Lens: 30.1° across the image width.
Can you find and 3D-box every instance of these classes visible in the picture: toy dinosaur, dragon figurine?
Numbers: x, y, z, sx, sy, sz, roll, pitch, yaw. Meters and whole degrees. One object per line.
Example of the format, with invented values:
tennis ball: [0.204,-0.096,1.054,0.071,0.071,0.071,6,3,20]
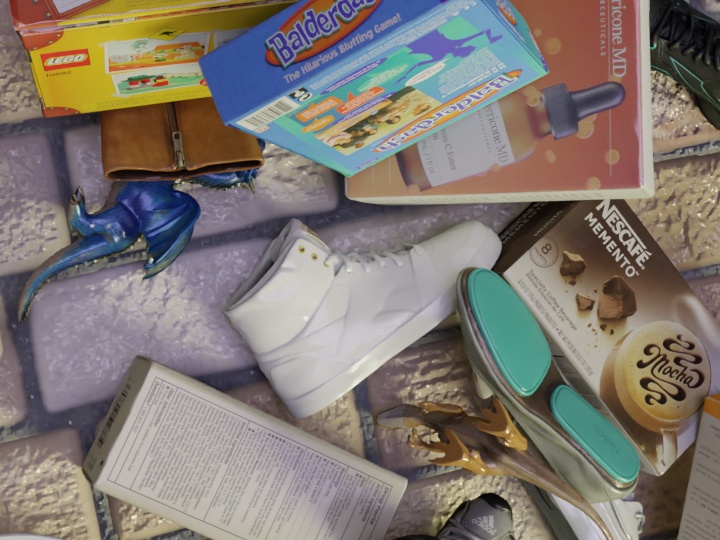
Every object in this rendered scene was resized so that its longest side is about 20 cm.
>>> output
toy dinosaur: [0.100,0.127,0.934,0.200,0.106,0.061,28,86,24]
dragon figurine: [-0.144,-0.033,0.906,0.099,0.059,0.200,34,72,-6]

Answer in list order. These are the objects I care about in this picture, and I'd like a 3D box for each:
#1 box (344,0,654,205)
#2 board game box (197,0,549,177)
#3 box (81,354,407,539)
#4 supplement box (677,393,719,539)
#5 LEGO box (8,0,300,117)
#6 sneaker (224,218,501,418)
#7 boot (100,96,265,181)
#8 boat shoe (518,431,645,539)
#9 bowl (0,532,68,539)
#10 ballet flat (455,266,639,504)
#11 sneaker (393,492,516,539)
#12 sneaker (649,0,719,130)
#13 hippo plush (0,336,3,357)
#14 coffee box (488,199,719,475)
box: [0.097,-0.124,0.920,0.199,0.106,0.153,-2,90,16]
board game box: [0.016,-0.119,0.783,0.152,0.200,0.045,-27,77,15]
box: [-0.079,0.141,0.922,0.200,0.078,0.095,29,82,-16]
supplement box: [0.308,0.192,1.010,0.126,0.073,0.201,-3,109,-33]
LEGO box: [-0.101,-0.160,0.792,0.199,0.149,0.077,-9,79,-10]
sneaker: [0.000,0.000,0.951,0.200,0.074,0.116,-38,104,-13]
boot: [-0.094,-0.164,0.889,0.188,0.068,0.200,-10,72,-17]
boat shoe: [0.184,0.189,1.010,0.067,0.074,0.200,-34,100,-15]
bowl: [-0.226,0.263,0.867,0.201,0.090,0.202,0,90,-17]
ballet flat: [0.117,0.088,0.946,0.200,0.064,0.067,51,44,-8]
sneaker: [0.064,0.191,0.925,0.075,0.200,0.116,36,68,15]
sneaker: [0.261,-0.176,1.035,0.200,0.079,0.076,29,81,-15]
hippo plush: [-0.328,0.042,0.830,0.160,0.159,0.201,-9,76,12]
coffee box: [0.186,0.039,1.008,0.113,0.080,0.200,-42,102,-14]
